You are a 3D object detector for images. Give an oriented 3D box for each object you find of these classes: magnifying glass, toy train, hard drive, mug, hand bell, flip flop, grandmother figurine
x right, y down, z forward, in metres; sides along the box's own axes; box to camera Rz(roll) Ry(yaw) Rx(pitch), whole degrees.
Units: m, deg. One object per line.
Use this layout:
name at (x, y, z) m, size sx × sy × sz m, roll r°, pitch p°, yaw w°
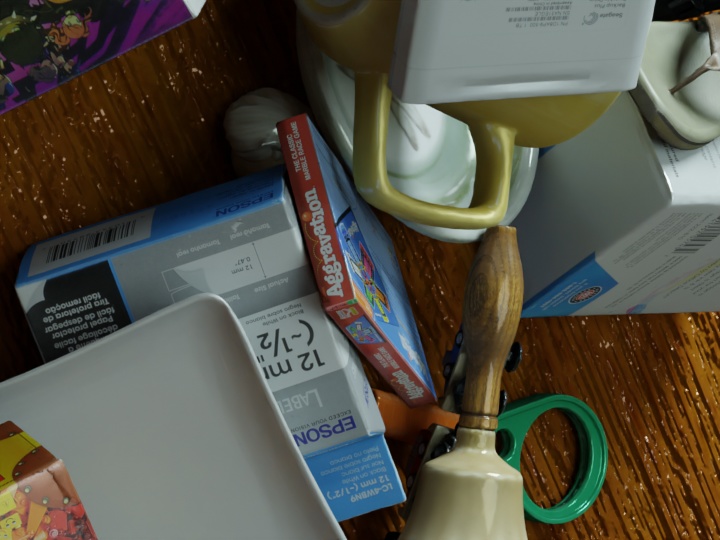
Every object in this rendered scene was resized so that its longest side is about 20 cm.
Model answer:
magnifying glass at (0.075, 0.102, 1.439) m, size 0.200 × 0.022 × 0.080 m, roll 18°, pitch 81°, yaw -42°
toy train at (0.046, 0.114, 1.374) m, size 0.034 × 0.046 × 0.200 m, roll 17°, pitch 97°, yaw -24°
hard drive at (0.090, -0.176, 1.142) m, size 0.132 × 0.027 × 0.200 m, roll -5°, pitch 123°, yaw -24°
mug at (0.051, -0.134, 1.233) m, size 0.153 × 0.149 × 0.187 m, roll 11°, pitch 53°, yaw -40°
hand bell at (0.065, 0.075, 1.310) m, size 0.104 × 0.104 × 0.200 m, roll 6°, pitch 90°, yaw -41°
flip flop at (0.214, -0.117, 1.361) m, size 0.200 × 0.058 × 0.081 m, roll -8°, pitch 65°, yaw -44°
grandmother figurine at (-0.049, 0.001, 1.304) m, size 0.121 × 0.061 × 0.200 m, roll -2°, pitch 91°, yaw -68°

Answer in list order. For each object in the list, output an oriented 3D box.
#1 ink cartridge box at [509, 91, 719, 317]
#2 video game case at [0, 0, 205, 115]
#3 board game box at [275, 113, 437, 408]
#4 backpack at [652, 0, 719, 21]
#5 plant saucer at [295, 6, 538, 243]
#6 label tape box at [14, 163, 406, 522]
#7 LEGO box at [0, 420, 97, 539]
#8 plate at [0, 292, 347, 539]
ink cartridge box at (0.193, -0.040, 1.440) m, size 0.200 × 0.145 × 0.085 m, roll 1°, pitch 61°, yaw -41°
video game case at (-0.199, -0.152, 1.078) m, size 0.181 × 0.200 × 0.036 m, roll 61°, pitch 15°, yaw -19°
board game box at (0.000, 0.000, 1.269) m, size 0.200 × 0.019 × 0.103 m, roll 53°, pitch 19°, yaw -68°
backpack at (0.160, -0.257, 1.415) m, size 0.154 × 0.163 × 0.200 m, roll -46°, pitch 114°, yaw -39°
plant saucer at (0.021, -0.107, 1.338) m, size 0.200 × 0.050 × 0.200 m, roll 24°, pitch 58°, yaw -44°
label tape box at (-0.072, 0.064, 1.230) m, size 0.143 × 0.066 × 0.200 m, roll -18°, pitch 107°, yaw 5°
LEGO box at (-0.211, 0.185, 1.121) m, size 0.200 × 0.077 × 0.149 m, roll -28°, pitch 111°, yaw -18°
plate at (-0.119, 0.124, 1.201) m, size 0.200 × 0.032 × 0.200 m, roll -23°, pitch 112°, yaw 7°
